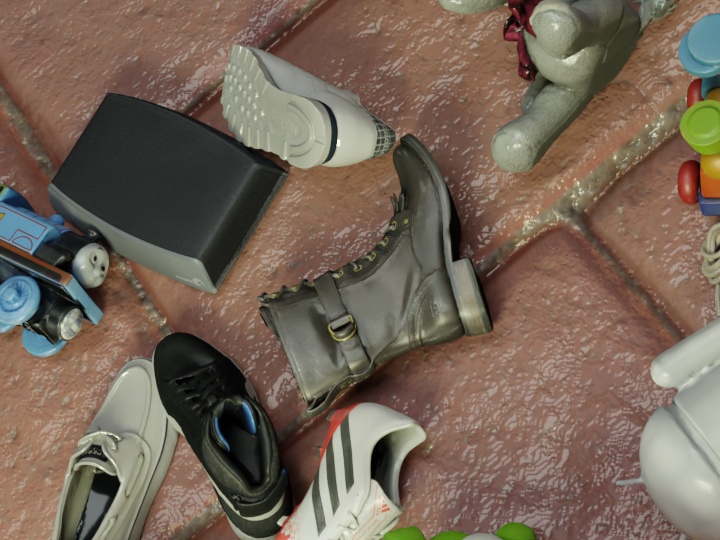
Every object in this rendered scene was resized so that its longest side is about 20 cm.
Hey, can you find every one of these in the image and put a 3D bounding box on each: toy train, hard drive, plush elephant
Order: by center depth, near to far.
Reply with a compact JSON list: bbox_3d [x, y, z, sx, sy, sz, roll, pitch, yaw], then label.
[{"bbox_3d":[0.266,-0.081,1.500,0.084,0.116,0.201,0,66,25],"label":"toy train"},{"bbox_3d":[0.138,-0.213,1.600,0.155,0.165,0.200,37,56,20],"label":"plush elephant"},{"bbox_3d":[-0.172,-0.074,1.741,0.199,0.042,0.135,26,79,32],"label":"hard drive"},{"bbox_3d":[-0.301,-0.008,1.747,0.199,0.087,0.115,22,71,31],"label":"toy train"}]

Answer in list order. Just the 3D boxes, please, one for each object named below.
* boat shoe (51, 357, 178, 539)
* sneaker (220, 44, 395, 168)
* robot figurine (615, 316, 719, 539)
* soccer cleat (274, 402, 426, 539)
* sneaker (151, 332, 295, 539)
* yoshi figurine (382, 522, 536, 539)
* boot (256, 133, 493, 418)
[{"bbox_3d":[-0.203,0.159,1.632,0.072,0.066,0.201,9,70,28],"label":"boat shoe"},{"bbox_3d":[-0.051,-0.135,1.704,0.200,0.080,0.077,41,129,49],"label":"sneaker"},{"bbox_3d":[0.275,0.113,1.406,0.200,0.113,0.170,-39,85,4],"label":"robot figurine"},{"bbox_3d":[-0.013,0.192,1.527,0.085,0.069,0.201,4,63,42],"label":"soccer cleat"},{"bbox_3d":[-0.106,0.106,1.579,0.073,0.112,0.201,-25,60,-13],"label":"sneaker"},{"bbox_3d":[0.049,0.237,1.433,0.112,0.199,0.113,30,123,28],"label":"yoshi figurine"},{"bbox_3d":[0.000,0.000,1.599,0.173,0.069,0.201,-20,62,5],"label":"boot"}]
